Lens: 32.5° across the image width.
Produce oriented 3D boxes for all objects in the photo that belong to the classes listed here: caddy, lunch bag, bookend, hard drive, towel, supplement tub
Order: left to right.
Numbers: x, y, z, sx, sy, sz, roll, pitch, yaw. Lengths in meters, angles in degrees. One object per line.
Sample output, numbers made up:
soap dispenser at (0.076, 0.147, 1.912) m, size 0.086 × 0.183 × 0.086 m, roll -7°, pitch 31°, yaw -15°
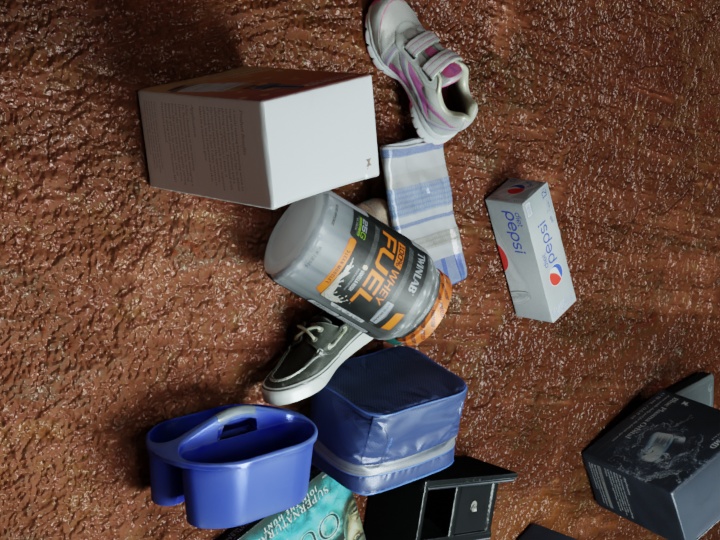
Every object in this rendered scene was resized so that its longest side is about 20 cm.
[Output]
caddy at (-0.140, 0.198, 1.347) m, size 0.200 × 0.141 × 0.105 m, roll -10°, pitch 111°, yaw -45°
supplement tub at (0.000, 0.000, 1.419) m, size 0.200 × 0.122 × 0.123 m, roll 30°, pitch 76°, yaw -23°
lunch bag at (0.033, 0.187, 1.519) m, size 0.200 × 0.136 × 0.133 m, roll -10°, pitch 120°, yaw -39°
towel at (0.081, -0.070, 1.551) m, size 0.147 × 0.024 × 0.201 m, roll -19°, pitch 100°, yaw -57°
bookend at (0.101, 0.361, 1.664) m, size 0.198 × 0.092 × 0.201 m, roll 6°, pitch 95°, yaw -46°
hard drive at (0.548, 0.270, 2.146) m, size 0.200 × 0.033 × 0.140 m, roll -18°, pitch 111°, yaw -43°

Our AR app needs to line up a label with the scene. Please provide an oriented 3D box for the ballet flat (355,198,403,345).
ballet flat at (0.039, -0.002, 1.543) m, size 0.067 × 0.068 × 0.200 m, roll -43°, pitch 128°, yaw -40°

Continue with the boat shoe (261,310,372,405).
boat shoe at (-0.053, 0.085, 1.467) m, size 0.200 × 0.071 × 0.064 m, roll -41°, pitch 127°, yaw -42°

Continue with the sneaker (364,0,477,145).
sneaker at (0.083, -0.250, 1.500) m, size 0.081 × 0.088 × 0.200 m, roll -46°, pitch 112°, yaw -29°

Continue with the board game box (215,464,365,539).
board game box at (-0.081, 0.332, 1.516) m, size 0.200 × 0.028 × 0.136 m, roll -34°, pitch 121°, yaw -36°

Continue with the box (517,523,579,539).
box at (0.269, 0.524, 1.863) m, size 0.182 × 0.104 × 0.200 m, roll -38°, pitch 124°, yaw -33°

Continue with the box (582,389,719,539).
box at (0.496, 0.307, 1.954) m, size 0.196 × 0.200 × 0.118 m, roll -33°, pitch 118°, yaw -23°

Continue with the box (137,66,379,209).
box at (-0.104, -0.142, 1.264) m, size 0.152 × 0.200 × 0.107 m, roll -21°, pitch 113°, yaw -42°

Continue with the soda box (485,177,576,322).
soda box at (0.240, -0.027, 1.738) m, size 0.063 × 0.068 × 0.200 m, roll -40°, pitch 125°, yaw -34°
